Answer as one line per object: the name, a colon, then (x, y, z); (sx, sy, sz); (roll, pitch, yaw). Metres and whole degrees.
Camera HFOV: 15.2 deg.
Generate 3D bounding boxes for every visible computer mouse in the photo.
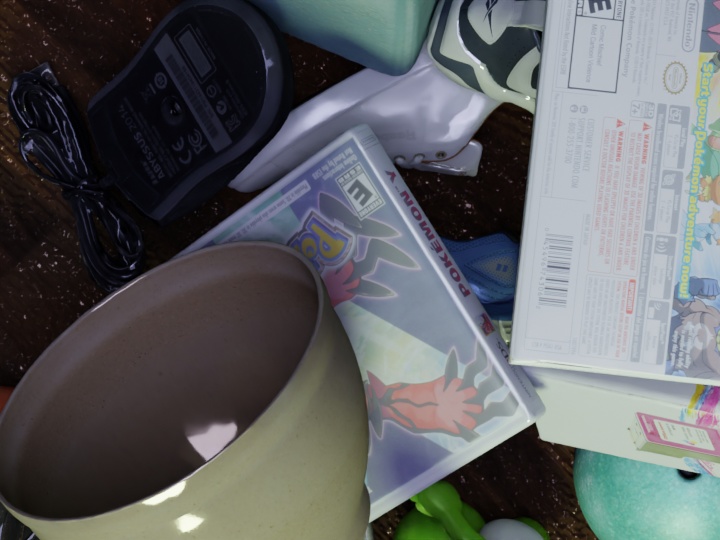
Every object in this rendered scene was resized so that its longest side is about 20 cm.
computer mouse: (-0.101, -0.088, 1.486); (0.200, 0.053, 0.139); (-33, 81, 39)

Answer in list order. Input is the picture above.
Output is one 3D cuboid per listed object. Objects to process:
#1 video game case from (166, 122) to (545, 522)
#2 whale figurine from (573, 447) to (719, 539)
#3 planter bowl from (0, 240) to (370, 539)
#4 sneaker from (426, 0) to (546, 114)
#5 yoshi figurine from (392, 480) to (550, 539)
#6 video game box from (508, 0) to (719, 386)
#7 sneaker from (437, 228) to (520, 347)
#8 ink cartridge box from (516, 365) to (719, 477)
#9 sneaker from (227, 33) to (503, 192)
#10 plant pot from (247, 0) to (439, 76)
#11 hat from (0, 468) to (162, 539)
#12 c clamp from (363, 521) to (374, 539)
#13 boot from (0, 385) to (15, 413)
video game case: (-0.021, 0.046, 1.465); (0.200, 0.023, 0.183); (-34, 87, 33)
whale figurine: (0.196, 0.076, 1.517); (0.158, 0.104, 0.201); (20, 89, 7)
planter bowl: (-0.076, 0.101, 1.406); (0.199, 0.201, 0.135); (-29, 121, 6)
sneaker: (0.147, -0.108, 1.450); (0.198, 0.129, 0.080); (27, 80, -26)
yoshi figurine: (0.045, 0.176, 1.502); (0.112, 0.200, 0.112); (-42, 83, 18)
video game box: (0.174, -0.043, 1.352); (0.181, 0.047, 0.202); (7, 87, 2)
sneaker: (0.000, 0.000, 1.533); (0.198, 0.079, 0.090); (4, 77, 6)
ink cartridge box: (0.200, 0.030, 1.449); (0.199, 0.085, 0.145); (12, 63, 19)
sneaker: (0.019, -0.077, 1.511); (0.199, 0.073, 0.085); (-26, 96, 4)
plant pot: (-0.022, -0.241, 1.392); (0.195, 0.200, 0.198); (22, 82, -1)
hat: (-0.142, 0.166, 1.503); (0.081, 0.200, 0.202); (13, 103, 38)
c clamp: (-0.057, 0.180, 1.550); (0.170, 0.027, 0.202); (-3, 90, 38)
boot: (-0.223, 0.163, 1.564); (0.106, 0.075, 0.202); (5, 97, 10)
